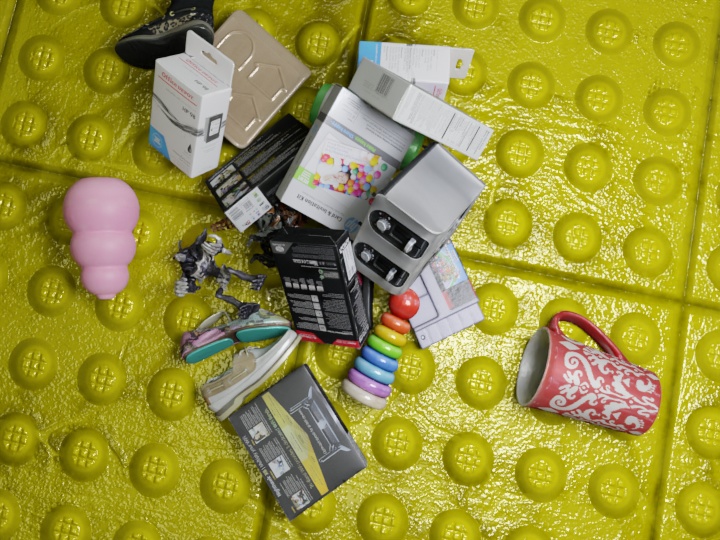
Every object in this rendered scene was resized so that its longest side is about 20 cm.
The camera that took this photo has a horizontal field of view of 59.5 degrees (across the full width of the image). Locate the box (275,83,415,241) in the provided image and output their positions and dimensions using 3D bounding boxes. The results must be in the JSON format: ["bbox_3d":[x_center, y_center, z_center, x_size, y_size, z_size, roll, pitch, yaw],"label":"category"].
[{"bbox_3d":[-0.024,-0.171,1.022,0.154,0.041,0.202,26,101,-29],"label":"box"}]

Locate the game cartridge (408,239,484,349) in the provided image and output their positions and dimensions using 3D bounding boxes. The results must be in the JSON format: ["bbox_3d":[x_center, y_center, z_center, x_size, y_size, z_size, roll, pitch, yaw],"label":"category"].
[{"bbox_3d":[0.122,0.018,1.101,0.128,0.038,0.203,-25,83,2],"label":"game cartridge"}]

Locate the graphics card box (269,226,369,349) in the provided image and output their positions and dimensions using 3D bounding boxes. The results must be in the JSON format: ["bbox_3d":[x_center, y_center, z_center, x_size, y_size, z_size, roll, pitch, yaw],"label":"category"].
[{"bbox_3d":[-0.063,0.028,1.018,0.123,0.051,0.203,5,127,26],"label":"graphics card box"}]

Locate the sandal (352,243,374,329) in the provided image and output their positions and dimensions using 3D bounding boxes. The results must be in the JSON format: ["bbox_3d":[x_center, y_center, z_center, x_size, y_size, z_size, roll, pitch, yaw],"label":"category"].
[{"bbox_3d":[0.000,0.000,1.086,0.044,0.075,0.205,0,86,9],"label":"sandal"}]

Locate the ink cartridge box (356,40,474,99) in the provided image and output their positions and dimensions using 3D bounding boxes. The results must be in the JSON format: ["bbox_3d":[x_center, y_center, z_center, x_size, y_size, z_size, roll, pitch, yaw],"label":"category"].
[{"bbox_3d":[0.093,-0.337,1.101,0.195,0.116,0.068,4,82,2],"label":"ink cartridge box"}]

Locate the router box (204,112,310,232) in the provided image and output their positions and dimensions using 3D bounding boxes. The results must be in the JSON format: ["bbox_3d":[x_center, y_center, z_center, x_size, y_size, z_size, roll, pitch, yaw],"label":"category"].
[{"bbox_3d":[-0.161,-0.172,1.074,0.199,0.149,0.051,-39,128,-3],"label":"router box"}]

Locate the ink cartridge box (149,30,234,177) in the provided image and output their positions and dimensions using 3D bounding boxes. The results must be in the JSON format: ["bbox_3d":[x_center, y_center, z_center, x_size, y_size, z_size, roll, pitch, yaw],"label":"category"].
[{"bbox_3d":[-0.285,-0.275,1.048,0.115,0.202,0.066,37,43,17],"label":"ink cartridge box"}]

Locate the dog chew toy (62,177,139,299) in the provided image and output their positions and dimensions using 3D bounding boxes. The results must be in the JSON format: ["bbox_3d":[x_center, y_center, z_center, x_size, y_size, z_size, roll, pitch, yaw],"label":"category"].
[{"bbox_3d":[-0.439,-0.053,1.076,0.122,0.125,0.205,-3,91,0],"label":"dog chew toy"}]

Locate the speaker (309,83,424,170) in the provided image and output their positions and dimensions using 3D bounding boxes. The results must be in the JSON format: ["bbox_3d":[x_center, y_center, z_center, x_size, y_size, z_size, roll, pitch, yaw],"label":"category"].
[{"bbox_3d":[0.012,-0.252,1.108,0.197,0.088,0.090,27,84,4],"label":"speaker"}]

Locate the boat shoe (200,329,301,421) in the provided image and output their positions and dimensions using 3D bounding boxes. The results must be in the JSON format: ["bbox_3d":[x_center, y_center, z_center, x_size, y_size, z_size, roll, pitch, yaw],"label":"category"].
[{"bbox_3d":[-0.187,0.163,1.057,0.200,0.075,0.069,-43,91,3],"label":"boat shoe"}]

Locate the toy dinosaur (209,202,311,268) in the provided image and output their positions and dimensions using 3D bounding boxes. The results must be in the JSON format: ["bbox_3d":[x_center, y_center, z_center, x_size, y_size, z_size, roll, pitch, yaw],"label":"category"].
[{"bbox_3d":[-0.154,-0.081,1.096,0.197,0.102,0.138,-20,52,15],"label":"toy dinosaur"}]

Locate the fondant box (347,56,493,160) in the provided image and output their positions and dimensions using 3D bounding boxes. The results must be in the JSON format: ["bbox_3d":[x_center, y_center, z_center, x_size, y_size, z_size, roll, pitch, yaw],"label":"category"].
[{"bbox_3d":[0.096,-0.255,0.997,0.144,0.198,0.059,47,113,45],"label":"fondant box"}]

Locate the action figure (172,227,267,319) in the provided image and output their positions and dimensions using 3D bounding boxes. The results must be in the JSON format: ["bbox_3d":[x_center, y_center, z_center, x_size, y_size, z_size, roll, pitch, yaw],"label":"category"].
[{"bbox_3d":[-0.255,-0.002,1.058,0.197,0.102,0.121,25,87,19],"label":"action figure"}]

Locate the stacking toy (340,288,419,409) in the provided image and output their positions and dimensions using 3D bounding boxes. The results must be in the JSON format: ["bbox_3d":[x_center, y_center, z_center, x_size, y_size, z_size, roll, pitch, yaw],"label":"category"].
[{"bbox_3d":[0.045,0.125,1.054,0.084,0.085,0.203,26,89,4],"label":"stacking toy"}]

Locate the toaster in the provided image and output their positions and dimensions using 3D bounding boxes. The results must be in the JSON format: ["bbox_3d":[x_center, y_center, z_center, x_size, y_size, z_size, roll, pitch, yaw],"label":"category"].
[{"bbox_3d":[0.087,-0.083,0.987,0.118,0.182,0.200,39,54,7],"label":"toaster"}]

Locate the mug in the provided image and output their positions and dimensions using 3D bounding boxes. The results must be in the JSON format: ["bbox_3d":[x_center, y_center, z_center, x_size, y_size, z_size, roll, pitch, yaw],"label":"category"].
[{"bbox_3d":[0.380,0.167,1.034,0.196,0.133,0.181,18,85,-1],"label":"mug"}]

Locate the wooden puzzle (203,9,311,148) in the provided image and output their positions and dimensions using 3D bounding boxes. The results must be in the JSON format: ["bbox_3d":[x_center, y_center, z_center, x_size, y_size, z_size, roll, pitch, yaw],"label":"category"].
[{"bbox_3d":[-0.216,-0.344,1.144,0.185,0.046,0.201,41,81,4],"label":"wooden puzzle"}]

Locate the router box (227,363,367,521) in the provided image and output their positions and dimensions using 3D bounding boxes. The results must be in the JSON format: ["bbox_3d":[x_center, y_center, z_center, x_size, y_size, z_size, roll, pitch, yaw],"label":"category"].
[{"bbox_3d":[-0.104,0.285,1.061,0.156,0.052,0.202,-33,84,-3],"label":"router box"}]

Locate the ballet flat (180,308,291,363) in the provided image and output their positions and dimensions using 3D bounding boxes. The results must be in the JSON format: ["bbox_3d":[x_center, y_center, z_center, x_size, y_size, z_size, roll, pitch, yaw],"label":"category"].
[{"bbox_3d":[-0.218,0.098,1.084,0.196,0.069,0.072,-18,64,-1],"label":"ballet flat"}]

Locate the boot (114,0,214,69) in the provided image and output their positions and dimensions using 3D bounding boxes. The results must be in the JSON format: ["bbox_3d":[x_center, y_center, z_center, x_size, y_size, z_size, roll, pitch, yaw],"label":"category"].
[{"bbox_3d":[-0.345,-0.458,1.148,0.200,0.074,0.157,-6,64,20],"label":"boot"}]
